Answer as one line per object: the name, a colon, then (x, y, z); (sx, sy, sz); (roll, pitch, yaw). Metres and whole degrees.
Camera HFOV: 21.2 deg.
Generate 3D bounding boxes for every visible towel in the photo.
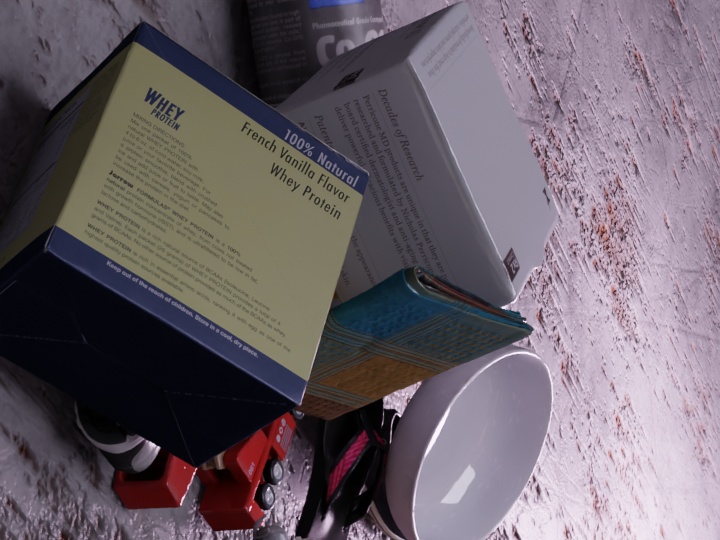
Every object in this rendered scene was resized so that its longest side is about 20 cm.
towel: (0.005, 0.056, 1.388); (0.146, 0.199, 0.022); (23, 51, -47)

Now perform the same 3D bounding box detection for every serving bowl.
serving bowl: (0.085, 0.149, 1.684); (0.200, 0.066, 0.201); (-31, 134, -39)

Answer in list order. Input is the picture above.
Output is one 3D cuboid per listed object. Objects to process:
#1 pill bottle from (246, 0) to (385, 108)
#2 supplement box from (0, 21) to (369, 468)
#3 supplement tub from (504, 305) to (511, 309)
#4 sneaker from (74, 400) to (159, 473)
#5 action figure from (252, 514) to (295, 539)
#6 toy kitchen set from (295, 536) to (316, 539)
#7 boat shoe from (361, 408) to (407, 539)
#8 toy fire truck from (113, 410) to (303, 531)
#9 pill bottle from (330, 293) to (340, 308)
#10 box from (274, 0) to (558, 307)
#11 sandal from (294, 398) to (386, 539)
pill bottle: (-0.036, -0.203, 1.615); (0.114, 0.113, 0.201); (-19, 102, -63)
supplement box: (-0.128, -0.015, 1.291); (0.199, 0.134, 0.201); (33, 51, -21)
supplement tub: (0.075, 0.028, 1.732); (0.200, 0.122, 0.123); (89, 6, -70)
sneaker: (-0.156, 0.054, 1.394); (0.080, 0.073, 0.201); (81, 20, -54)
action figure: (-0.075, 0.281, 1.468); (0.130, 0.069, 0.201); (-59, 152, -73)
toy kitchen set: (0.039, 0.294, 1.542); (0.200, 0.179, 0.164); (111, -32, -57)
boat shoe: (0.037, 0.188, 1.752); (0.200, 0.062, 0.075); (60, 34, -43)
toy fire truck: (-0.111, 0.124, 1.479); (0.141, 0.048, 0.201); (60, 35, -39)
pill bottle: (-0.046, -0.011, 1.526); (0.201, 0.111, 0.111); (66, 30, -10)
box: (0.044, -0.074, 1.467); (0.201, 0.130, 0.199); (65, 22, -12)
sandal: (-0.010, 0.181, 1.627); (0.075, 0.045, 0.201); (26, 74, -46)
